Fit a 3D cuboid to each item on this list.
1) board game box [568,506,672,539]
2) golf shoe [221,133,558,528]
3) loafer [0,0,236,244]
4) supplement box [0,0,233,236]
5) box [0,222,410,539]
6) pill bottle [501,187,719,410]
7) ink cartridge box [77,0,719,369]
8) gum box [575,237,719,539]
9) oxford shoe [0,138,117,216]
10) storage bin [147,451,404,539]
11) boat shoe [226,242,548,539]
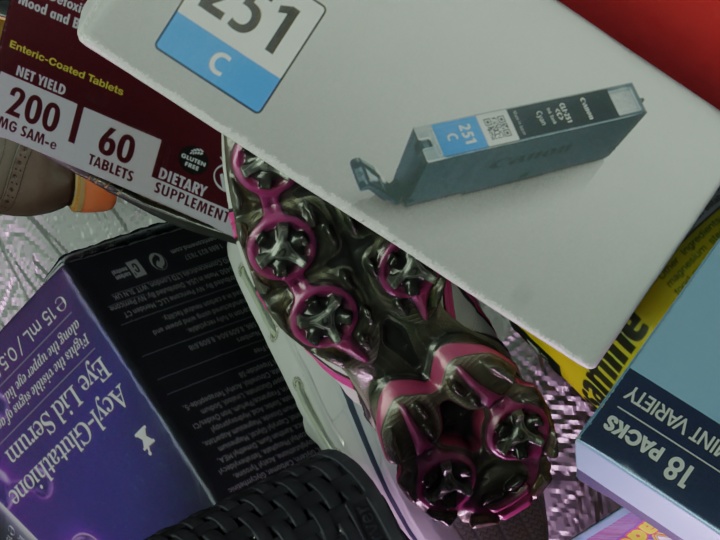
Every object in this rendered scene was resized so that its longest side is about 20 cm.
[{"bbox_3d":[0.103,0.164,0.851,0.158,0.039,0.200,39,126,-20],"label":"board game box"},{"bbox_3d":[0.000,0.000,0.879,0.201,0.072,0.092,63,178,-31],"label":"golf shoe"},{"bbox_3d":[-0.094,-0.058,0.973,0.199,0.072,0.073,25,109,18],"label":"loafer"},{"bbox_3d":[-0.055,-0.124,0.863,0.108,0.061,0.201,22,120,5],"label":"supplement box"},{"bbox_3d":[-0.080,0.103,1.056,0.148,0.104,0.200,-45,74,36],"label":"box"},{"bbox_3d":[0.119,0.007,0.873,0.200,0.112,0.113,45,124,20],"label":"pill bottle"},{"bbox_3d":[0.039,-0.096,0.781,0.199,0.045,0.177,32,97,-11],"label":"ink cartridge box"},{"bbox_3d":[0.192,0.026,0.773,0.169,0.200,0.045,33,165,17],"label":"gum box"},{"bbox_3d":[-0.146,-0.120,1.052,0.071,0.072,0.201,-149,54,-69],"label":"oxford shoe"},{"bbox_3d":[-0.047,0.161,0.872,0.136,0.093,0.200,63,149,6],"label":"storage bin"},{"bbox_3d":[0.009,0.050,1.002,0.067,0.073,0.201,-42,64,40],"label":"boat shoe"}]
